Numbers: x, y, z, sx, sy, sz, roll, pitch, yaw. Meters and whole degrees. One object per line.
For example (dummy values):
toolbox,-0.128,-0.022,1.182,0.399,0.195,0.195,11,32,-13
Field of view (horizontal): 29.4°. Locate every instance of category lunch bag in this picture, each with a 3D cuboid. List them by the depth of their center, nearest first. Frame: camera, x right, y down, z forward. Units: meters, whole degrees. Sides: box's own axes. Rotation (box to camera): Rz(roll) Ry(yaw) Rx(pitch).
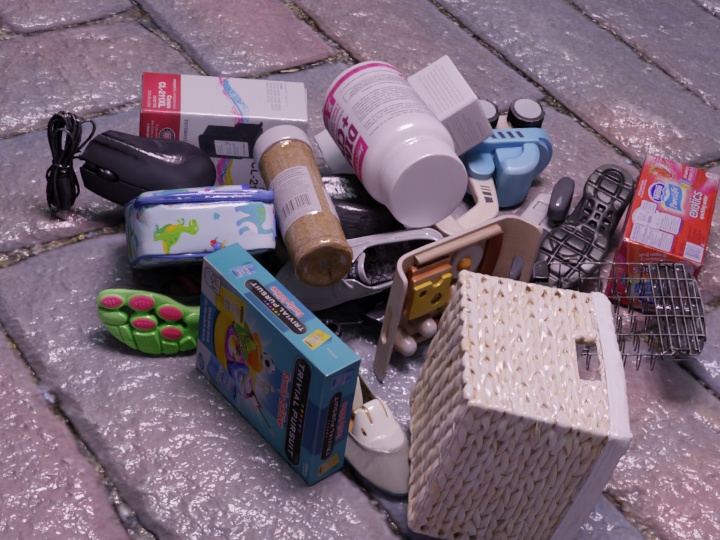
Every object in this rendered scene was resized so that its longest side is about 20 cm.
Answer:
lunch bag,-0.174,-0.046,1.498,0.158,0.084,0.200,-3,-1,-13

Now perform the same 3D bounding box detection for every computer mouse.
computer mouse,-0.003,0.046,1.506,0.198,0.034,0.058,-10,32,-40
computer mouse,-0.265,-0.106,1.583,0.197,0.140,0.053,5,38,-11

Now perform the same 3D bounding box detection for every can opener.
can opener,0.208,-0.052,1.673,0.053,0.067,0.200,25,41,19

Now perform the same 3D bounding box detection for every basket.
basket,0.143,0.139,1.311,0.159,0.201,0.199,12,40,-8

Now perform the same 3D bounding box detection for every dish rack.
dish rack,0.284,0.052,1.537,0.197,0.055,0.155,0,49,2

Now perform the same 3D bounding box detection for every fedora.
fedora,-0.021,-0.056,1.592,0.198,0.093,0.201,5,32,-3

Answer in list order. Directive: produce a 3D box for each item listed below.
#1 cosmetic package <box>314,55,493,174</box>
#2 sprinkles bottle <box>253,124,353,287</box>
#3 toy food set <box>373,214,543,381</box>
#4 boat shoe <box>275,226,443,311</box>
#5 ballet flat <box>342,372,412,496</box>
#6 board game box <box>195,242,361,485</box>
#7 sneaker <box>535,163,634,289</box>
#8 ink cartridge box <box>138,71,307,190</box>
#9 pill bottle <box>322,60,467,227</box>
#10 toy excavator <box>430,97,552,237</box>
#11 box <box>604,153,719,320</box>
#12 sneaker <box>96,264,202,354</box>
cosmetic package,0.053,-0.167,1.702,0.199,0.071,0.102,-31,46,3
sprinkles bottle,-0.065,-0.073,1.497,0.067,0.069,0.201,-5,45,-17
toy food set,0.106,0.033,1.488,0.198,0.145,0.060,-21,50,-33
boat shoe,0.000,0.000,1.498,0.197,0.073,0.069,-9,1,0
ballet flat,-0.004,0.144,1.394,0.067,0.064,0.200,-17,47,-29
board game box,-0.088,0.092,1.368,0.047,0.152,0.200,-24,49,-34
sneaker,0.275,-0.036,1.672,0.075,0.080,0.200,31,63,17
ink cartridge box,-0.167,-0.151,1.647,0.197,0.147,0.083,2,40,-9
pill bottle,0.039,-0.143,1.555,0.112,0.115,0.201,-8,38,-21
toy excavator,0.162,-0.114,1.729,0.192,0.101,0.202,-4,50,-15
box,0.370,-0.043,1.675,0.099,0.096,0.201,18,40,8
sneaker,-0.189,0.039,1.483,0.197,0.078,0.084,1,28,-22
